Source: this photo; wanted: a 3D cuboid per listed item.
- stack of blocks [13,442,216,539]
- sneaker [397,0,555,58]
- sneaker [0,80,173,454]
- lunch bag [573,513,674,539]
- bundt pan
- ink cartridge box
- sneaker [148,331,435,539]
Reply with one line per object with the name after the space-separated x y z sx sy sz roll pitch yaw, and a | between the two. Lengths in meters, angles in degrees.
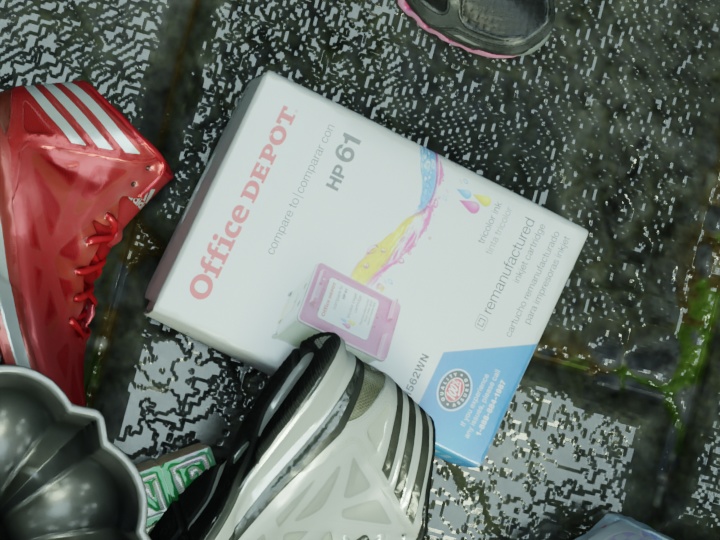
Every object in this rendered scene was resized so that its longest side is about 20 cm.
-0.080 0.153 1.438 0.199 0.059 0.116 -19 92 -8 | stack of blocks
0.037 -0.199 1.442 0.079 0.095 0.200 -41 96 -8 | sneaker
-0.147 -0.008 1.423 0.115 0.078 0.201 -15 93 -7 | sneaker
0.151 0.248 1.405 0.127 0.169 0.201 31 86 -49 | lunch bag
-0.205 0.145 1.351 0.200 0.076 0.203 1 86 -8 | bundt pan
0.000 0.000 1.439 0.199 0.085 0.145 26 86 -6 | ink cartridge box
-0.033 0.142 1.378 0.115 0.076 0.201 36 97 -19 | sneaker
